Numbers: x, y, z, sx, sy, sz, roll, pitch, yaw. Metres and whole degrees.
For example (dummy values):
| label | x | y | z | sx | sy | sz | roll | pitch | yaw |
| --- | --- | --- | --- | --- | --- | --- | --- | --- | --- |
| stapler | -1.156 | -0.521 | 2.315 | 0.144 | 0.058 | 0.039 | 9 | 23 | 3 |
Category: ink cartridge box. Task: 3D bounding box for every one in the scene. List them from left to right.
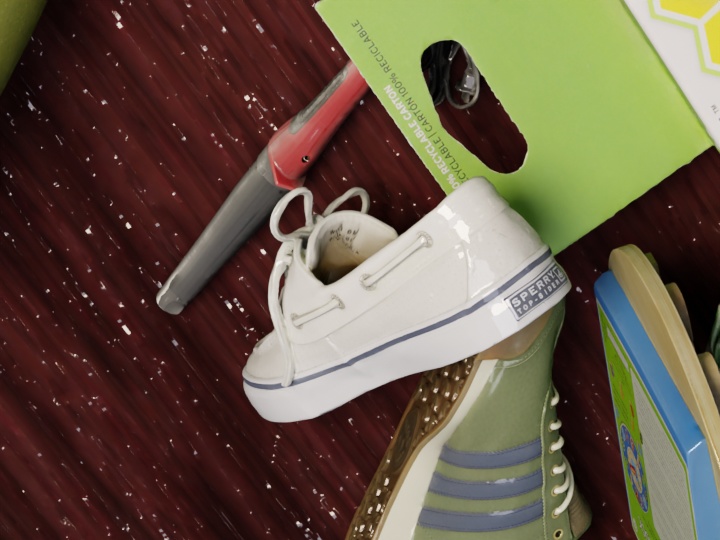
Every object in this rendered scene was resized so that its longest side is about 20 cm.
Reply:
| label | x | y | z | sx | sy | sz | roll | pitch | yaw |
| --- | --- | --- | --- | --- | --- | --- | --- | --- | --- |
| ink cartridge box | 0.106 | -0.092 | 0.817 | 0.200 | 0.076 | 0.148 | -34 | 108 | 8 |

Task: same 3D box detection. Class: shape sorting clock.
| label | x | y | z | sx | sy | sz | roll | pitch | yaw |
| --- | --- | --- | --- | --- | --- | --- | --- | --- | --- |
| shape sorting clock | 0.135 | 0.085 | 0.859 | 0.039 | 0.200 | 0.201 | -14 | 116 | -3 |

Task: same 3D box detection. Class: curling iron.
| label | x | y | z | sx | sy | sz | roll | pitch | yaw |
| --- | --- | --- | --- | --- | --- | --- | --- | --- | --- |
| curling iron | -0.021 | -0.042 | 0.918 | 0.050 | 0.026 | 0.200 | 44 | 116 | -11 |

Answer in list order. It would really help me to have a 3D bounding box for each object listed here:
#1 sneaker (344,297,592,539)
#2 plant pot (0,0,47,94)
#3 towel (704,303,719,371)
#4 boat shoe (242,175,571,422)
| label | x | y | z | sx | sy | sz | roll | pitch | yaw |
| --- | --- | --- | --- | --- | --- | --- | --- | --- | --- |
| sneaker | 0.064 | 0.083 | 0.953 | 0.089 | 0.067 | 0.201 | 20 | 119 | -10 |
| plant pot | -0.205 | -0.106 | 0.847 | 0.187 | 0.187 | 0.200 | 43 | 101 | -13 |
| towel | 0.211 | -0.009 | 0.828 | 0.152 | 0.023 | 0.200 | -6 | 147 | -5 |
| boat shoe | -0.003 | 0.002 | 0.884 | 0.086 | 0.075 | 0.202 | 58 | 149 | -6 |
